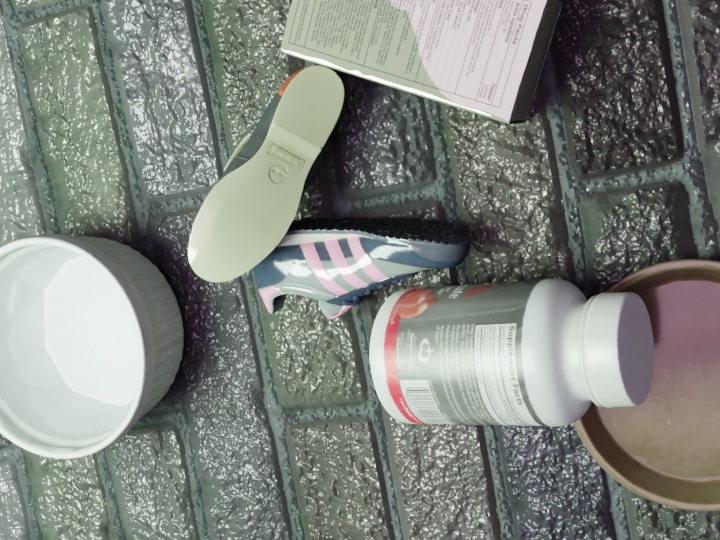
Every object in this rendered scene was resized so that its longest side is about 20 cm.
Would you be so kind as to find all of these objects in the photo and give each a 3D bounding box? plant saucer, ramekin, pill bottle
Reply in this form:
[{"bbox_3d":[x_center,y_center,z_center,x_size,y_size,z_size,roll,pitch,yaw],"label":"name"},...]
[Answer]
[{"bbox_3d":[0.262,0.089,0.797,0.199,0.029,0.202,3,99,18],"label":"plant saucer"},{"bbox_3d":[-0.259,0.062,0.938,0.199,0.105,0.202,3,99,18],"label":"ramekin"},{"bbox_3d":[0.116,0.064,0.780,0.199,0.110,0.112,-5,97,33],"label":"pill bottle"}]

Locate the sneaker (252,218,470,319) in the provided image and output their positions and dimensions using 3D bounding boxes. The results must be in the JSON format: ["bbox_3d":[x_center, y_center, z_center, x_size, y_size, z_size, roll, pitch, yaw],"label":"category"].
[{"bbox_3d":[0.000,0.000,0.860,0.199,0.070,0.083,2,104,26],"label":"sneaker"}]

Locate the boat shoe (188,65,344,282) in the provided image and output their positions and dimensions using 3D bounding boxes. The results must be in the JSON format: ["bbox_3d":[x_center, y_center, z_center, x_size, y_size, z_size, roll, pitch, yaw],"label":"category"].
[{"bbox_3d":[-0.079,-0.080,0.844,0.071,0.063,0.201,30,88,-16],"label":"boat shoe"}]

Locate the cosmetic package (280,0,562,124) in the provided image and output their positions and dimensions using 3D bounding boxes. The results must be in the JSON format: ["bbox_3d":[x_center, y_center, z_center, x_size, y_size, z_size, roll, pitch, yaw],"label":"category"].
[{"bbox_3d":[0.047,-0.194,0.806,0.199,0.073,0.104,21,104,15],"label":"cosmetic package"}]
